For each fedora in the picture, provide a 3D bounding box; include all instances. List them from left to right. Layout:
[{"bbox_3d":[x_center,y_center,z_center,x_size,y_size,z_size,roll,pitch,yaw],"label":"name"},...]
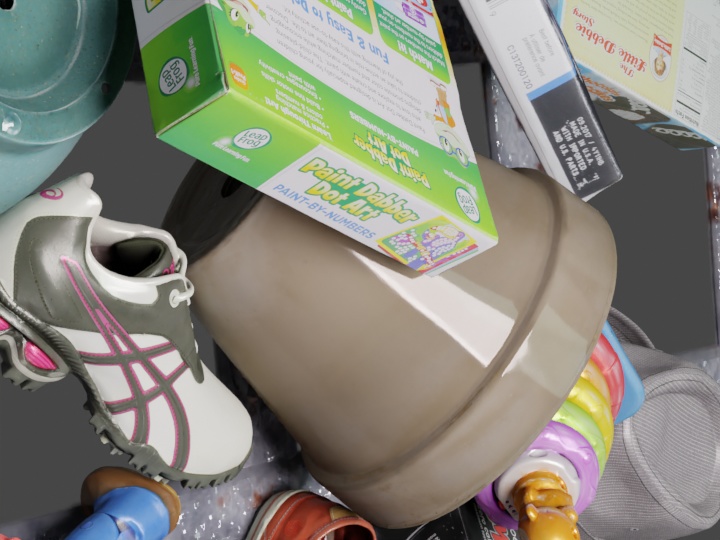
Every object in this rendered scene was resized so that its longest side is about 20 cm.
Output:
[{"bbox_3d":[0.167,0.106,1.300,0.200,0.090,0.178,36,62,-42],"label":"fedora"}]

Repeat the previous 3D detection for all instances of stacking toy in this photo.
[{"bbox_3d":[0.096,0.100,1.138,0.116,0.109,0.200,57,16,-26],"label":"stacking toy"}]

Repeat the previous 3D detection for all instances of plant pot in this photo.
[{"bbox_3d":[-0.178,-0.106,0.873,0.200,0.134,0.201,2,87,-49],"label":"plant pot"},{"bbox_3d":[0.000,0.000,1.054,0.173,0.200,0.201,38,59,-24],"label":"plant pot"}]

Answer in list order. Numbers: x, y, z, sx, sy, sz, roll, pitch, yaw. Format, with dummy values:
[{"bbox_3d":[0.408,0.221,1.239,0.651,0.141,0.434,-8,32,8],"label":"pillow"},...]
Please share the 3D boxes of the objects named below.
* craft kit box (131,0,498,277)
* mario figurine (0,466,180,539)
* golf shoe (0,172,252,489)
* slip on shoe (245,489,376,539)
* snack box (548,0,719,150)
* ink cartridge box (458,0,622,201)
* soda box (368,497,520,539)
[{"bbox_3d":[-0.027,-0.116,0.927,0.200,0.048,0.198,27,40,-49],"label":"craft kit box"},{"bbox_3d":[-0.162,0.160,0.945,0.124,0.106,0.200,47,32,8],"label":"mario figurine"},{"bbox_3d":[-0.101,0.034,0.977,0.200,0.088,0.077,40,15,-43],"label":"golf shoe"},{"bbox_3d":[-0.045,0.206,1.072,0.074,0.061,0.201,43,59,-42],"label":"slip on shoe"},{"bbox_3d":[0.176,-0.163,1.364,0.200,0.037,0.117,22,71,-47],"label":"snack box"},{"bbox_3d":[0.072,-0.162,1.153,0.199,0.043,0.200,59,8,-30],"label":"ink cartridge box"},{"bbox_3d":[0.067,0.214,1.128,0.071,0.063,0.201,30,33,-45],"label":"soda box"}]
